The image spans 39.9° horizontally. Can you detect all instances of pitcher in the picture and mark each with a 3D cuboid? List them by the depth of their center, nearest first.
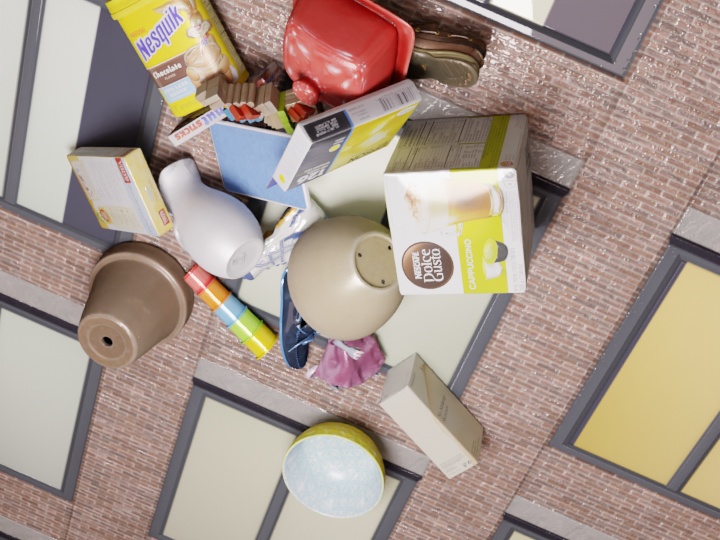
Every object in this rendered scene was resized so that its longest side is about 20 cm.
[{"bbox_3d":[-0.251,-0.063,1.651,0.200,0.120,0.173,43,145,27],"label":"pitcher"}]

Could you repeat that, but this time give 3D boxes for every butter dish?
[{"bbox_3d":[-0.043,-0.297,1.408,0.198,0.149,0.200,33,157,8],"label":"butter dish"}]

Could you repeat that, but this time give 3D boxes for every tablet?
[{"bbox_3d":[-0.162,-0.171,1.592,0.197,0.014,0.132,16,129,37],"label":"tablet"}]

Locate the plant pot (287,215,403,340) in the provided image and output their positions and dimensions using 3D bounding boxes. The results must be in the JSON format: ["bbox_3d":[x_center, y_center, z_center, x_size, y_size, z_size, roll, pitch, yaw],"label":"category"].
[{"bbox_3d":[0.000,0.000,1.567,0.200,0.201,0.134,42,153,-13],"label":"plant pot"}]

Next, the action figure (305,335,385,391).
[{"bbox_3d":[-0.023,0.101,1.732,0.147,0.134,0.203,13,127,35],"label":"action figure"}]

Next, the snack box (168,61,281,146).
[{"bbox_3d":[-0.215,-0.261,1.567,0.198,0.072,0.024,-25,113,26],"label":"snack box"}]

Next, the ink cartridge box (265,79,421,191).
[{"bbox_3d":[-0.028,-0.183,1.449,0.047,0.196,0.200,57,152,11],"label":"ink cartridge box"}]

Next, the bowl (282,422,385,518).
[{"bbox_3d":[-0.040,0.354,1.868,0.196,0.108,0.204,7,122,11],"label":"bowl"}]

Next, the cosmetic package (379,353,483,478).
[{"bbox_3d":[0.129,0.260,1.772,0.073,0.104,0.200,-33,109,28],"label":"cosmetic package"}]

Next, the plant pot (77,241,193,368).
[{"bbox_3d":[-0.417,0.078,1.764,0.196,0.175,0.204,7,123,11],"label":"plant pot"}]

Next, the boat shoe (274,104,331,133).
[{"bbox_3d":[-0.096,-0.196,1.577,0.198,0.069,0.073,-24,112,26],"label":"boat shoe"}]

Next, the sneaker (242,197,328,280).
[{"bbox_3d":[-0.127,-0.035,1.679,0.088,0.076,0.200,40,122,-12],"label":"sneaker"}]

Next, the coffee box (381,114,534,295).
[{"bbox_3d":[0.153,-0.100,1.491,0.194,0.201,0.203,-1,120,15],"label":"coffee box"}]

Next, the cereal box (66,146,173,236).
[{"bbox_3d":[-0.402,-0.134,1.658,0.198,0.039,0.146,9,128,46],"label":"cereal box"}]

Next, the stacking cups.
[{"bbox_3d":[-0.234,0.070,1.778,0.060,0.061,0.200,-35,106,29],"label":"stacking cups"}]

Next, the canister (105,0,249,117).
[{"bbox_3d":[-0.276,-0.353,1.522,0.146,0.087,0.202,-18,116,24],"label":"canister"}]

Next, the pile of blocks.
[{"bbox_3d":[-0.151,-0.237,1.491,0.196,0.063,0.083,4,138,-3],"label":"pile of blocks"}]

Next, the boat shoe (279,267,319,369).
[{"bbox_3d":[-0.103,0.090,1.741,0.067,0.085,0.203,8,124,15],"label":"boat shoe"}]

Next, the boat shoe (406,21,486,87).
[{"bbox_3d":[0.092,-0.325,1.455,0.197,0.068,0.072,18,155,22],"label":"boat shoe"}]
